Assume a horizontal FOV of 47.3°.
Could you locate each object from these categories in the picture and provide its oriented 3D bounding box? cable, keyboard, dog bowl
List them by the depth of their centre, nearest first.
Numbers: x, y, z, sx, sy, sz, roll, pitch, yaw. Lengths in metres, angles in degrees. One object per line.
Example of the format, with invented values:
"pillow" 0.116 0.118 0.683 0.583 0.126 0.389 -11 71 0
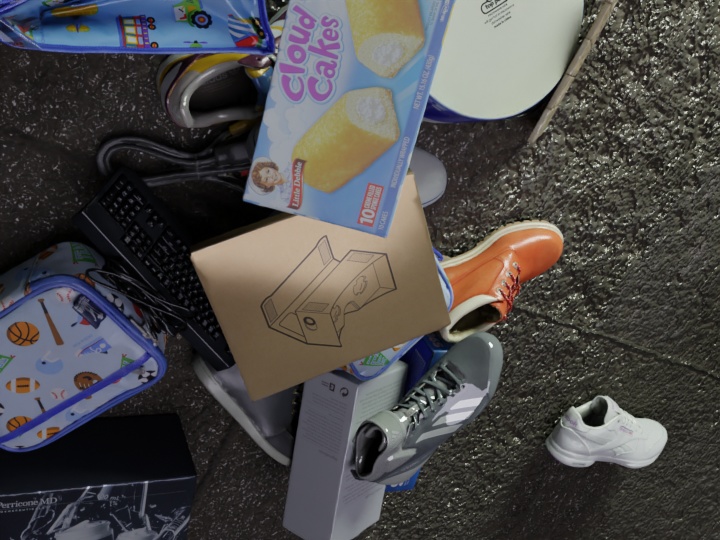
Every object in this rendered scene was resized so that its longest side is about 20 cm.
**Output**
"dog bowl" 0.091 -0.228 0.704 0.200 0.079 0.200 -5 102 -27
"keyboard" -0.158 0.008 0.713 0.040 0.104 0.200 -14 125 41
"cable" -0.132 -0.100 0.751 0.200 0.050 0.097 -13 117 -6

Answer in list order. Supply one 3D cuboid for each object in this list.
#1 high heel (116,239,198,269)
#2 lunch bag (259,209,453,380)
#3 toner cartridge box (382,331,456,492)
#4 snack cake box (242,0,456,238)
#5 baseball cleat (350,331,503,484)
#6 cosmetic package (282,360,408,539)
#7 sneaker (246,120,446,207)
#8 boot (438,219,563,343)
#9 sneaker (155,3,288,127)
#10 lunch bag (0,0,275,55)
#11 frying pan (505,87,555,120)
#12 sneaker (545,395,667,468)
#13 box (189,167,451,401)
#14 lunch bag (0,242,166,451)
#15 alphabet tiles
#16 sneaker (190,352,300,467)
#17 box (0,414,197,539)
"high heel" -0.133 -0.003 0.790 0.200 0.067 0.096 14 125 -17
"lunch bag" 0.000 0.000 0.813 0.160 0.076 0.200 -41 116 -21
"toner cartridge box" 0.053 0.149 0.954 0.043 0.095 0.200 2 119 -27
"snack cake box" -0.009 -0.138 0.614 0.115 0.067 0.200 14 107 -6
"baseball cleat" 0.067 0.144 0.837 0.200 0.070 0.106 -55 147 9
"cosmetic package" -0.017 0.193 0.908 0.101 0.071 0.200 -11 115 -54
"sneaker" 0.002 -0.094 0.724 0.200 0.071 0.073 6 81 -30
"boot" 0.154 0.015 0.911 0.200 0.107 0.075 -25 126 -11
"sneaker" -0.071 -0.171 0.696 0.200 0.090 0.075 -27 128 -7
"lunch bag" -0.181 -0.200 0.589 0.200 0.151 0.094 -16 125 -16
"frying pan" 0.154 -0.242 0.795 0.115 0.031 0.190 5 102 -27
"sneaker" 0.361 0.225 1.157 0.200 0.075 0.100 1 120 -26
"box" -0.029 0.016 0.727 0.200 0.021 0.164 -21 119 -6
"lunch bag" -0.277 0.075 0.738 0.200 0.076 0.160 -28 126 11
"alphabet tiles" 0.216 -0.215 0.779 0.008 0.167 0.200 31 109 8
"sneaker" -0.082 0.132 0.892 0.106 0.075 0.200 -36 127 1
"box" -0.289 0.258 0.858 0.200 0.104 0.182 0 119 -25
